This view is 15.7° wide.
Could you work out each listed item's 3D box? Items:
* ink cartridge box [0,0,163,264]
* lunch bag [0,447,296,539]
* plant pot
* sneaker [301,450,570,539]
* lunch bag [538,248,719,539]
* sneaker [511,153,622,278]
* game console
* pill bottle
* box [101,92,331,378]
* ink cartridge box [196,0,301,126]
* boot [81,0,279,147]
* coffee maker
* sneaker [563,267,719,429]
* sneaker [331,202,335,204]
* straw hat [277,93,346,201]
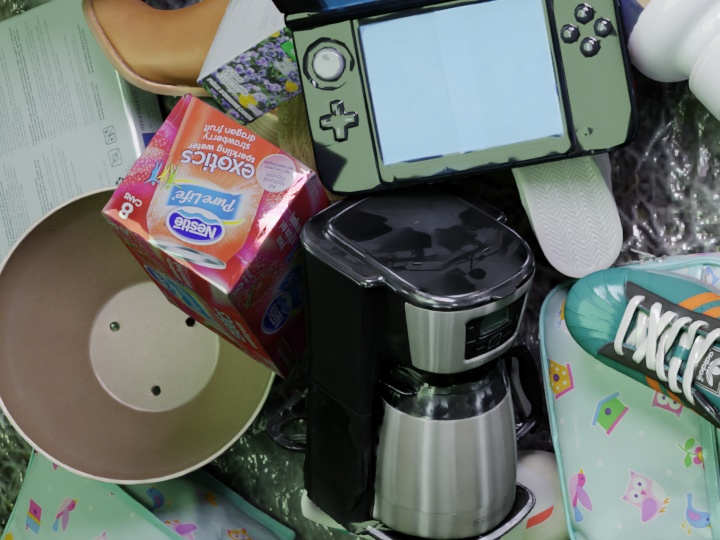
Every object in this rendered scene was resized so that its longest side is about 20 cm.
[{"bbox_3d":[-0.227,-0.092,1.917,0.200,0.043,0.197,-16,86,39],"label":"ink cartridge box"},{"bbox_3d":[-0.170,0.212,1.852,0.200,0.122,0.171,32,113,24],"label":"lunch bag"},{"bbox_3d":[-0.150,0.049,1.796,0.200,0.134,0.201,0,84,2],"label":"plant pot"},{"bbox_3d":[0.051,0.154,1.697,0.199,0.093,0.071,0,94,37],"label":"sneaker"},{"bbox_3d":[0.196,0.084,1.592,0.160,0.077,0.201,-8,89,37],"label":"lunch bag"},{"bbox_3d":[0.111,-0.101,1.607,0.073,0.116,0.201,-12,100,3],"label":"sneaker"},{"bbox_3d":[0.044,-0.135,1.491,0.199,0.119,0.173,-9,95,17],"label":"game console"},{"bbox_3d":[0.182,-0.185,1.559,0.200,0.111,0.111,50,120,22],"label":"pill bottle"},{"bbox_3d":[-0.076,-0.018,1.625,0.100,0.200,0.096,33,81,16],"label":"box"},{"bbox_3d":[-0.008,-0.178,1.629,0.200,0.109,0.050,-27,121,37],"label":"ink cartridge box"},{"bbox_3d":[-0.087,-0.177,1.787,0.200,0.074,0.155,40,112,15],"label":"boot"},{"bbox_3d":[0.016,0.053,1.596,0.192,0.135,0.200,14,124,21],"label":"coffee maker"},{"bbox_3d":[0.203,0.049,1.497,0.200,0.080,0.072,22,97,20],"label":"sneaker"},{"bbox_3d":[0.000,0.000,1.734,0.200,0.073,0.085,44,120,27],"label":"sneaker"},{"bbox_3d":[0.043,-0.124,1.675,0.201,0.085,0.202,-25,53,39],"label":"straw hat"}]
